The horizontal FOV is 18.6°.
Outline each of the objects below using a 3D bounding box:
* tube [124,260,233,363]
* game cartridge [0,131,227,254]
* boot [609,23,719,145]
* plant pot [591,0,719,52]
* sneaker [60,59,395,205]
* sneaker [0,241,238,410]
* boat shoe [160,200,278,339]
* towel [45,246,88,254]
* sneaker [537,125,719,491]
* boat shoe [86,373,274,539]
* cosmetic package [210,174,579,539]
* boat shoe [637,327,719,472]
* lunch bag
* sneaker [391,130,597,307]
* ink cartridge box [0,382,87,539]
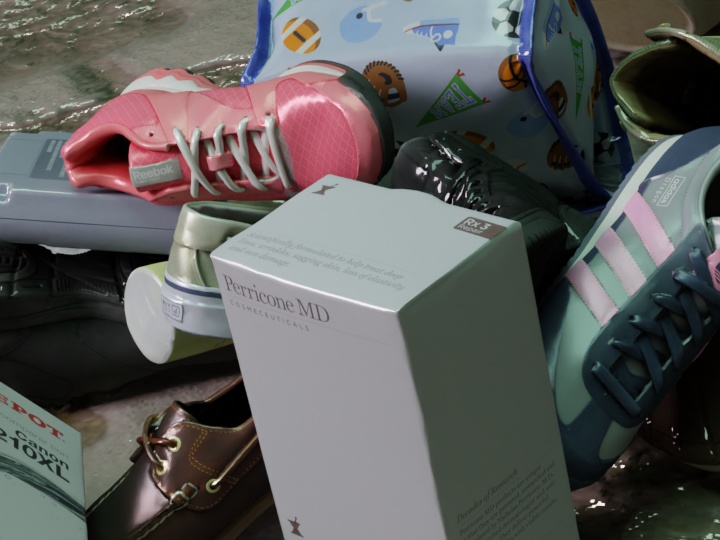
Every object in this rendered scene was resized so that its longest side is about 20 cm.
[{"bbox_3d":[-0.028,0.004,1.169,0.199,0.052,0.058,-15,58,-34],"label":"tube"},{"bbox_3d":[-0.141,-0.045,1.237,0.133,0.041,0.200,0,12,-3],"label":"game cartridge"},{"bbox_3d":[0.186,-0.096,1.196,0.154,0.072,0.200,9,13,-41],"label":"boot"},{"bbox_3d":[0.181,-0.218,1.397,0.199,0.200,0.135,1,68,27],"label":"plant pot"},{"bbox_3d":[-0.070,-0.056,1.105,0.199,0.074,0.087,2,25,42],"label":"sneaker"},{"bbox_3d":[-0.146,0.032,1.202,0.199,0.091,0.076,6,33,-9],"label":"sneaker"},{"bbox_3d":[0.000,0.000,1.094,0.199,0.062,0.072,0,22,-23],"label":"boat shoe"},{"bbox_3d":[-0.221,0.008,1.312,0.170,0.048,0.200,-20,29,-15],"label":"towel"},{"bbox_3d":[0.135,0.010,0.979,0.082,0.070,0.200,-9,44,53],"label":"sneaker"},{"bbox_3d":[-0.071,0.086,1.043,0.200,0.070,0.070,-36,32,-9],"label":"boat shoe"},{"bbox_3d":[0.020,0.070,0.920,0.113,0.201,0.081,14,40,43],"label":"cosmetic package"},{"bbox_3d":[0.202,0.063,0.999,0.075,0.075,0.202,16,-4,-35],"label":"boat shoe"},{"bbox_3d":[0.050,-0.088,1.206,0.169,0.200,0.124,-2,60,21],"label":"lunch bag"},{"bbox_3d":[0.052,-0.024,1.035,0.104,0.060,0.200,31,12,14],"label":"sneaker"},{"bbox_3d":[-0.201,0.111,0.979,0.084,0.145,0.200,-49,22,13],"label":"ink cartridge box"}]
